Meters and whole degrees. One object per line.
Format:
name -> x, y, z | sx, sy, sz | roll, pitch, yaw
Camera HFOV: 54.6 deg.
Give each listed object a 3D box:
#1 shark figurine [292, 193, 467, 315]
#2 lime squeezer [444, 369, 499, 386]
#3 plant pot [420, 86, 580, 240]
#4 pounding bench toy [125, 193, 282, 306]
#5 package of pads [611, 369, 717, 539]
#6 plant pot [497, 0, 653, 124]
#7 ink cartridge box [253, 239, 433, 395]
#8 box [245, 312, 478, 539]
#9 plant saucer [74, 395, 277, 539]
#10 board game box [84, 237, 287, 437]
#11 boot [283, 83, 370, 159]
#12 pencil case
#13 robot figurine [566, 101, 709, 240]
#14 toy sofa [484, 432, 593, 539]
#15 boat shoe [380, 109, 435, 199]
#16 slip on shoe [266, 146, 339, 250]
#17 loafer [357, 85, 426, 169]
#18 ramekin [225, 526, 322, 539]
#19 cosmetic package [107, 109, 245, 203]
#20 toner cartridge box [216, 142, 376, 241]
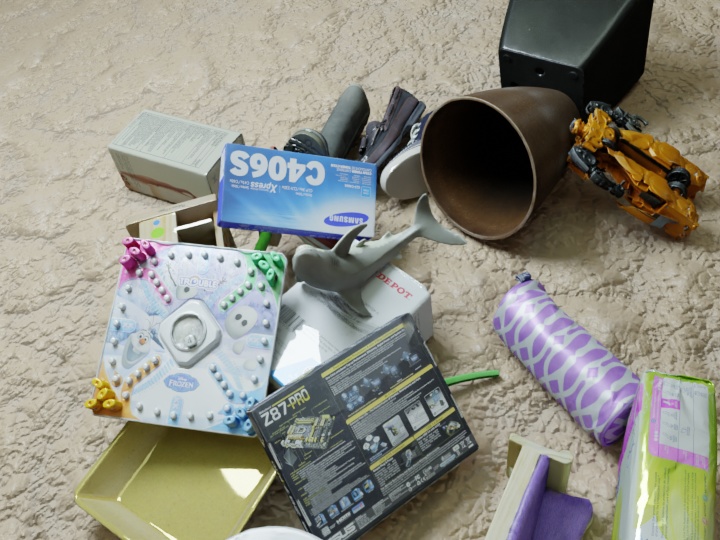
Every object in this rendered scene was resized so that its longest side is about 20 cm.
shark figurine -> 0.010, 0.001, 0.800 | 0.210, 0.129, 0.091 | -19, 72, -30
lime squeezer -> 0.071, 0.155, 0.781 | 0.070, 0.038, 0.199 | 34, 62, 32
plant pot -> 0.211, -0.171, 0.953 | 0.185, 0.191, 0.198 | 32, 47, 31
pounding bench toy -> -0.184, 0.005, 0.892 | 0.194, 0.126, 0.159 | -16, 49, -4
package of pads -> 0.266, 0.210, 0.621 | 0.066, 0.157, 0.203 | 9, 52, 17
plant pot -> 0.309, -0.329, 1.051 | 0.196, 0.201, 0.180 | 23, 69, 26
ink cartridge box -> -0.027, 0.078, 0.830 | 0.144, 0.085, 0.199 | 33, 63, 32
box -> 0.004, 0.164, 0.714 | 0.197, 0.049, 0.164 | -30, 91, -20
plant saucer -> -0.177, 0.215, 0.761 | 0.196, 0.049, 0.202 | 20, 60, 28
board game box -> -0.191, 0.067, 0.770 | 0.193, 0.026, 0.206 | 5, 74, 7
boot -> -0.039, -0.197, 1.011 | 0.072, 0.183, 0.202 | 32, 62, 4
pencil case -> 0.232, 0.097, 0.776 | 0.084, 0.085, 0.201 | -11, 46, -31
robot figurine -> 0.352, -0.132, 0.907 | 0.197, 0.059, 0.147 | 32, 57, 0
toy sofa -> 0.149, 0.266, 0.644 | 0.095, 0.084, 0.202 | 18, 55, 25
boat shoe -> 0.095, -0.178, 1.040 | 0.196, 0.076, 0.093 | -27, 43, -22
slip on shoe -> -0.070, -0.083, 0.928 | 0.061, 0.200, 0.074 | -44, 5, 14
loafer -> 0.032, -0.208, 1.059 | 0.063, 0.072, 0.201 | 41, 53, -7
ramekin -> -0.077, 0.344, 0.611 | 0.196, 0.096, 0.206 | -5, 49, 6
cosmetic package -> -0.276, -0.168, 1.078 | 0.195, 0.089, 0.104 | 18, 54, 25
toner cartridge box -> -0.077, -0.095, 0.873 | 0.194, 0.043, 0.098 | 5, 83, -18
